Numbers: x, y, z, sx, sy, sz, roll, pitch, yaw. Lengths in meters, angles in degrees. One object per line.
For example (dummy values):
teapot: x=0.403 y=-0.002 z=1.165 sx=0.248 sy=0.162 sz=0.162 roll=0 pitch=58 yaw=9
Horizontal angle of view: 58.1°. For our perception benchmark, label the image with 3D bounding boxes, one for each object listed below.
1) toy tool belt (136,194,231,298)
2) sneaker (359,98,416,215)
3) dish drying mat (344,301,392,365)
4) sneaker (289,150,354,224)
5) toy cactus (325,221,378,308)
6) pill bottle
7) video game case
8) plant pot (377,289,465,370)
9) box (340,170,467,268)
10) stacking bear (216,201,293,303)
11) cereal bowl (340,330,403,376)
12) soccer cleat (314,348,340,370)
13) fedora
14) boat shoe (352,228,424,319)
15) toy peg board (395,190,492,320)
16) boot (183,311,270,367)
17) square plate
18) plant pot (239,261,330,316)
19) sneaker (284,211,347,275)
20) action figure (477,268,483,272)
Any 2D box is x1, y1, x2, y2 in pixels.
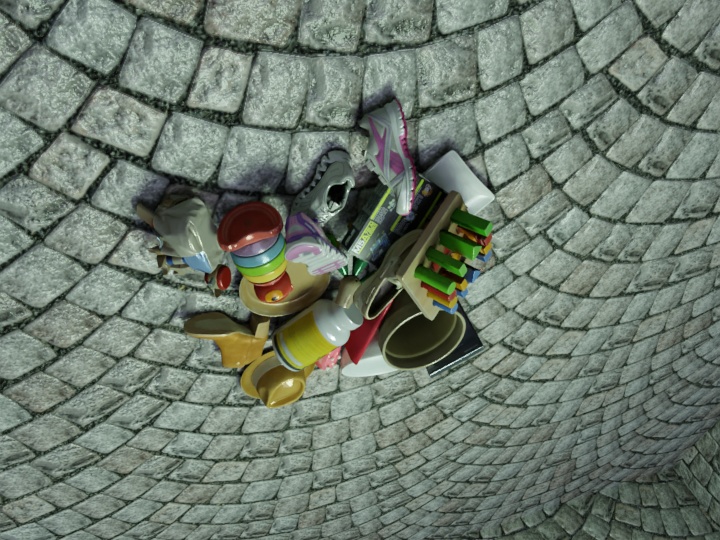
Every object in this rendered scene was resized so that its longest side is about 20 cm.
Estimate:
toy tool belt: x=-0.318 y=-0.044 z=1.172 sx=0.121 sy=0.126 sz=0.201 roll=4 pitch=139 yaw=15
sneaker: x=0.049 y=-0.196 z=1.159 sx=0.087 sy=0.203 sz=0.081 roll=-11 pitch=-175 yaw=10
dish drying mat: x=0.019 y=0.112 z=1.438 sx=0.018 sy=0.077 sz=0.201 roll=10 pitch=123 yaw=-30
sneaker: x=-0.072 y=-0.125 z=1.216 sx=0.074 sy=0.082 sz=0.201 roll=6 pitch=133 yaw=-34
toy cactus: x=0.000 y=0.000 z=1.346 sx=0.199 sy=0.102 sz=0.167 roll=26 pitch=85 yaw=-35
pill bottle: x=-0.094 y=0.133 z=1.442 sx=0.199 sy=0.113 sz=0.112 roll=-33 pitch=141 yaw=24
video game case: x=0.194 y=0.144 z=1.549 sx=0.142 sy=0.201 sz=0.019 roll=-30 pitch=135 yaw=7
plant pot: x=0.116 y=0.096 z=1.474 sx=0.197 sy=0.175 sz=0.202 roll=-12 pitch=136 yaw=-12
box: x=0.088 y=-0.089 z=1.276 sx=0.192 sy=0.048 sz=0.201 roll=27 pitch=101 yaw=-32
stacking bear: x=-0.185 y=-0.019 z=1.229 sx=0.120 sy=0.114 sz=0.202 roll=-20 pitch=132 yaw=-6
cereal bowl: x=0.043 y=0.195 z=1.598 sx=0.197 sy=0.084 sz=0.200 roll=-9 pitch=160 yaw=-3
soccer cleat: x=-0.061 y=0.143 z=1.532 sx=0.066 sy=0.076 sz=0.202 roll=-8 pitch=128 yaw=-57
fedora: x=-0.194 y=0.275 z=1.587 sx=0.198 sy=0.082 sz=0.202 roll=-14 pitch=139 yaw=-12
boat shoe: x=0.069 y=0.010 z=1.251 sx=0.200 sy=0.065 sz=0.072 roll=-47 pitch=126 yaw=5
toy peg board: x=0.188 y=-0.009 z=1.258 sx=0.201 sy=0.097 sz=0.199 roll=-55 pitch=145 yaw=-11
boot: x=-0.295 y=0.161 z=1.421 sx=0.199 sy=0.071 sz=0.145 roll=-4 pitch=134 yaw=-30
square plate: x=0.157 y=-0.142 z=1.353 sx=0.199 sy=0.029 sz=0.198 roll=-39 pitch=138 yaw=16
plant pot: x=-0.161 y=0.020 z=1.371 sx=0.197 sy=0.028 sz=0.201 roll=-15 pitch=140 yaw=-12
sneaker: x=-0.085 y=-0.052 z=1.206 sx=0.080 sy=0.090 sz=0.200 roll=-21 pitch=160 yaw=13
action figure: x=0.228 y=-0.033 z=1.467 sx=0.098 sy=0.066 sz=0.201 roll=-23 pitch=155 yaw=-9
